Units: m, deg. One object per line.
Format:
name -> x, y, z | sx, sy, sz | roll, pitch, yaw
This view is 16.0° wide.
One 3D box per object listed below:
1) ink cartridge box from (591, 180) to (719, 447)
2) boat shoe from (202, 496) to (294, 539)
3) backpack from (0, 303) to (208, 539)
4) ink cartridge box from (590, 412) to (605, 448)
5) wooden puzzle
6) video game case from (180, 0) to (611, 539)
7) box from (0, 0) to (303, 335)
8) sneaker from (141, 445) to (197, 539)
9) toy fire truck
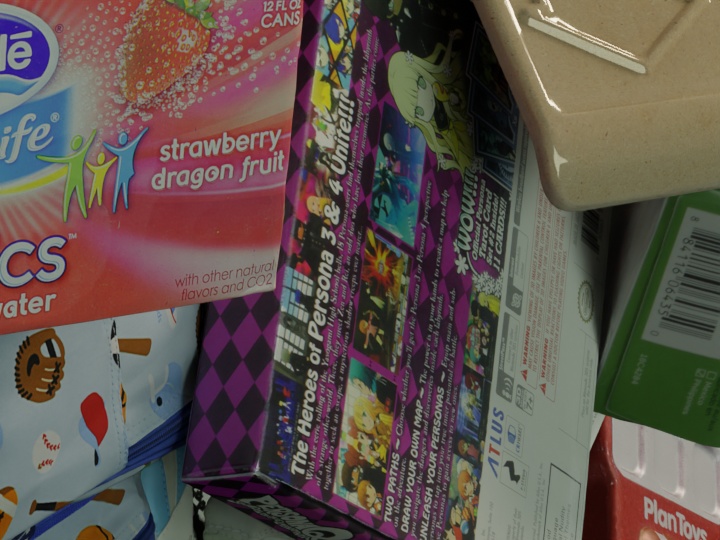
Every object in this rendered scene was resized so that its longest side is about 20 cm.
ink cartridge box -> 0.130, -0.037, 0.975 | 0.200, 0.059, 0.104 | -79, -175, -57
boat shoe -> -0.017, 0.146, 0.983 | 0.069, 0.074, 0.200 | -59, 146, -22
backpack -> -0.134, 0.033, 0.788 | 0.190, 0.199, 0.155 | -38, 127, -44
ink cartridge box -> 0.000, 0.000, 0.965 | 0.200, 0.117, 0.068 | 45, 64, -39
wooden puzzle -> 0.099, -0.120, 0.896 | 0.184, 0.046, 0.201 | -10, 73, -32
video game case -> 0.021, 0.005, 0.853 | 0.181, 0.036, 0.201 | 33, 56, -47
box -> -0.121, -0.044, 0.643 | 0.199, 0.095, 0.103 | -8, 116, -35
sneaker -> -0.093, 0.076, 0.921 | 0.081, 0.076, 0.201 | 35, 66, -68
toy fire truck -> 0.156, 0.151, 1.175 | 0.200, 0.112, 0.169 | 26, 59, -47
